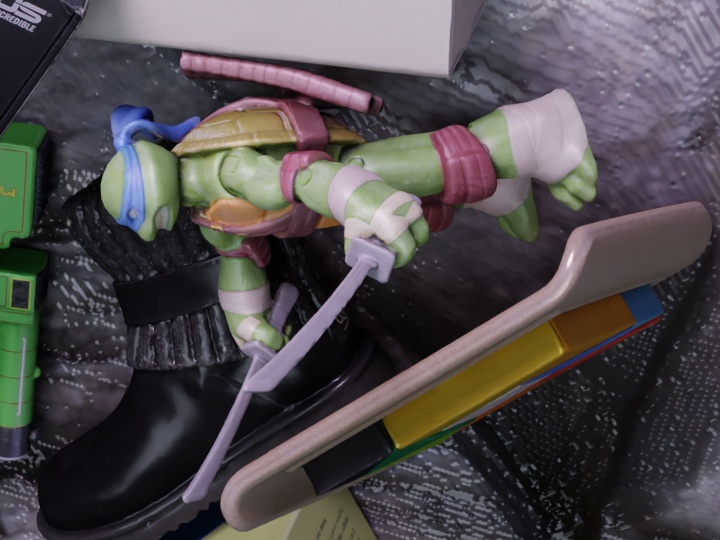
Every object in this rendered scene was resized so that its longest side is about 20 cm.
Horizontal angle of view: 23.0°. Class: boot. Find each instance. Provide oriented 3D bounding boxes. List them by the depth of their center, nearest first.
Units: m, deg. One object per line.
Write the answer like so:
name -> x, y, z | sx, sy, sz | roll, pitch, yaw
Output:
boot -> -0.105, 0.033, 0.852 | 0.211, 0.079, 0.158 | -31, 112, 14

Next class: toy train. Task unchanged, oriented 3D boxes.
toy train -> -0.185, 0.015, 0.889 | 0.056, 0.042, 0.200 | 8, 118, -2

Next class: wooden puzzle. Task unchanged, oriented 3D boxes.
wooden puzzle -> 0.055, 0.044, 0.765 | 0.200, 0.185, 0.037 | -38, 78, 25

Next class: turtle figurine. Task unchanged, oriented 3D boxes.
turtle figurine -> 0.000, 0.000, 0.735 | 0.194, 0.200, 0.144 | -13, 139, -20

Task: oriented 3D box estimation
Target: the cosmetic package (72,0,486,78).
cosmetic package -> -0.050, -0.139, 0.743 | 0.200, 0.104, 0.073 | 6, 116, 10

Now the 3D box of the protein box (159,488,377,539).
protein box -> -0.051, 0.237, 0.874 | 0.135, 0.199, 0.200 | -21, 110, 22

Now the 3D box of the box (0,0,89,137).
box -> -0.226, -0.107, 0.687 | 0.200, 0.044, 0.160 | 24, 134, -25
